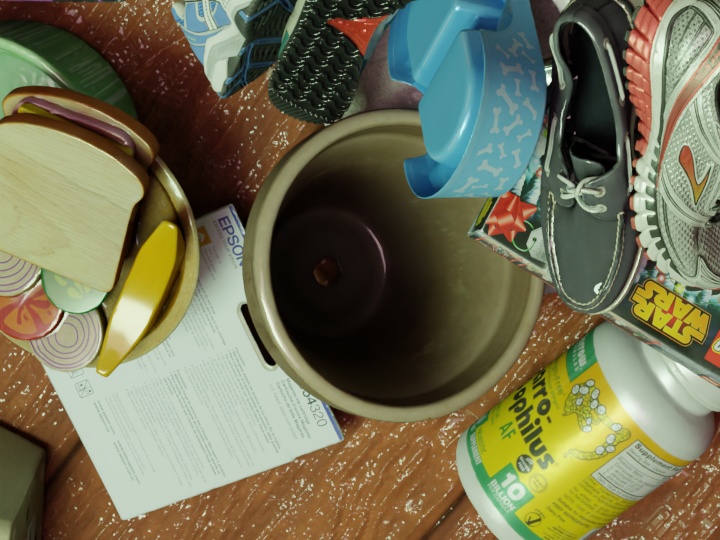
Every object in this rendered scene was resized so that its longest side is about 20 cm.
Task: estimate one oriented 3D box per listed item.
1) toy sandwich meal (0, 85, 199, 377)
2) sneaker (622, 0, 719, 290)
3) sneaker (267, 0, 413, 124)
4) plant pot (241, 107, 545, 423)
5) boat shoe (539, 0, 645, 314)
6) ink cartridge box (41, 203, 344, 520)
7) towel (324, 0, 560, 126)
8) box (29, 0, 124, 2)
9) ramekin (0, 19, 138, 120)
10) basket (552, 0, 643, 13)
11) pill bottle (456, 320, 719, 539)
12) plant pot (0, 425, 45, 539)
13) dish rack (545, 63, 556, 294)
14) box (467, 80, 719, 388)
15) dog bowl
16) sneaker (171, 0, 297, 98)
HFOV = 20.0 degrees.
[{"bbox_3d":[-0.198,-0.019,1.374,0.203,0.070,0.207,5,111,13],"label":"toy sandwich meal"},{"bbox_3d":[0.203,-0.068,1.174,0.082,0.078,0.201,17,137,32],"label":"sneaker"},{"bbox_3d":[0.000,-0.189,1.282,0.070,0.094,0.200,21,131,-13],"label":"sneaker"},{"bbox_3d":[0.000,0.000,1.360,0.198,0.174,0.203,1,87,-20],"label":"plant pot"},{"bbox_3d":[0.130,-0.065,1.207,0.072,0.063,0.202,13,112,30],"label":"boat shoe"},{"bbox_3d":[-0.133,0.066,1.512,0.198,0.043,0.198,-21,103,18],"label":"ink cartridge box"},{"bbox_3d":[0.049,-0.177,1.352,0.198,0.034,0.134,-21,79,21],"label":"towel"},{"bbox_3d":[-0.246,-0.259,1.405,0.198,0.036,0.144,4,112,28],"label":"box"},{"bbox_3d":[-0.253,-0.083,1.460,0.198,0.098,0.202,5,110,14],"label":"ramekin"},{"bbox_3d":[0.234,-0.205,1.211,0.200,0.161,0.198,48,144,-5],"label":"basket"},{"bbox_3d":[0.171,0.103,1.399,0.200,0.113,0.113,-40,95,25],"label":"pill bottle"},{"bbox_3d":[-0.339,0.212,1.548,0.175,0.200,0.202,7,112,1],"label":"plant pot"},{"bbox_3d":[0.154,-0.078,1.377,0.198,0.044,0.173,-11,106,19],"label":"dish rack"},{"bbox_3d":[0.186,-0.032,1.298,0.199,0.040,0.138,30,83,-8],"label":"box"},{"bbox_3d":[0.065,-0.126,1.245,0.049,0.201,0.112,12,134,-20],"label":"dog bowl"},{"bbox_3d":[-0.079,-0.192,1.337,0.077,0.076,0.200,49,146,9],"label":"sneaker"}]
